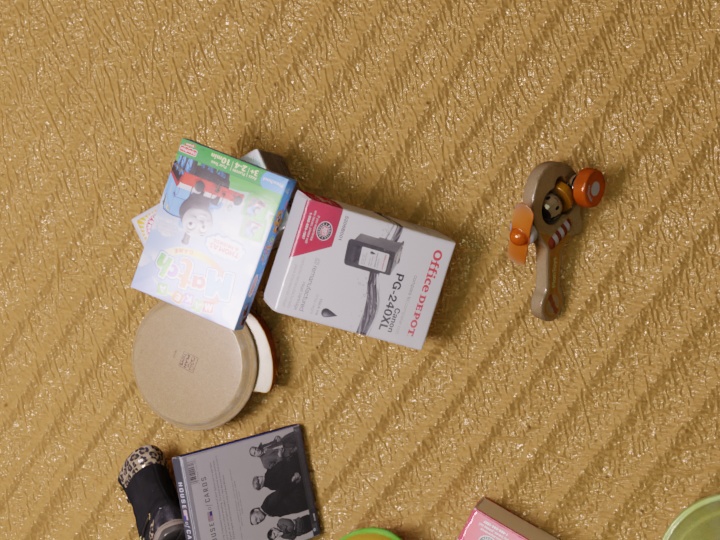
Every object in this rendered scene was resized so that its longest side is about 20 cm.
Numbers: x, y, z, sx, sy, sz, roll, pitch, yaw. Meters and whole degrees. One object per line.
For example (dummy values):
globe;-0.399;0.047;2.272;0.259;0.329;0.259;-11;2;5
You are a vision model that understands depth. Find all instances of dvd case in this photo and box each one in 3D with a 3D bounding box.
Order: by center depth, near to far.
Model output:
dvd case;-0.141;0.288;1.364;0.025;0.200;0.150;-13;86;44

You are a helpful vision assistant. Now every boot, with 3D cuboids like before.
boot;-0.278;0.344;1.450;0.151;0.073;0.200;61;149;35

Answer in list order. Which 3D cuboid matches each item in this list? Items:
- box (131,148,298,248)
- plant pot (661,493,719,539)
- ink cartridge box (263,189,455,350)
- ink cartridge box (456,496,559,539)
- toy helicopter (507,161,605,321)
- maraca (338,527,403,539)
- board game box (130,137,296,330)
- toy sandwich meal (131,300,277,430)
box;-0.179;-0.062;1.416;0.200;0.101;0.113;-28;84;13
plant pot;0.436;0.367;1.212;0.200;0.184;0.201;0;91;14
ink cartridge box;0.000;0.000;1.332;0.200;0.083;0.145;16;96;-17
ink cartridge box;0.163;0.408;1.335;0.145;0.084;0.200;28;96;13
toy helicopter;0.224;-0.032;1.306;0.079;0.132;0.200;15;113;43
maraca;-0.003;0.416;1.368;0.137;0.107;0.200;44;105;19
board game box;-0.184;-0.045;1.346;0.151;0.037;0.200;21;97;12
toy sandwich meal;-0.209;0.116;1.446;0.205;0.070;0.205;1;93;19
